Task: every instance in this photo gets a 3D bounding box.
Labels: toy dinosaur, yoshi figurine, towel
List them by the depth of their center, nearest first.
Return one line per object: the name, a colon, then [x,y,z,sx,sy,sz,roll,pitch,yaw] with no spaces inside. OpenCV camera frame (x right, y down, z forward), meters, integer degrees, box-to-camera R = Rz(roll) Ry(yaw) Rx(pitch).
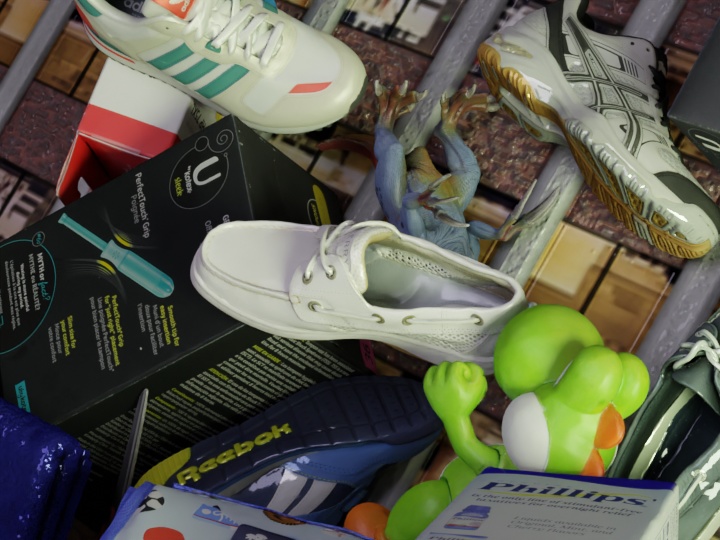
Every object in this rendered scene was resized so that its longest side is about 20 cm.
yoshi figurine: [0.079,0.095,1.173,0.112,0.112,0.200,47,121,11]
towel: [-0.244,0.136,1.297,0.200,0.049,0.148,23,99,43]
toy dinosaur: [0.056,-0.024,1.319,0.200,0.105,0.182,145,127,-61]

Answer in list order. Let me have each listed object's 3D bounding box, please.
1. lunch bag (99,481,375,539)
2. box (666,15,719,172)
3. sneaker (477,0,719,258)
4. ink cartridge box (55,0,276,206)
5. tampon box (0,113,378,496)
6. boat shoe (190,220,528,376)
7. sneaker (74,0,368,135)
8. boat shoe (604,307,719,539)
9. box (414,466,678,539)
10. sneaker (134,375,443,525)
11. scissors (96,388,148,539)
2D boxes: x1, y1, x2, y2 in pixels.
lunch bag: [-0.069,0.215,1.111,0.169,0.124,0.201,14,63,10]
box: [0.285,-0.085,1.139,0.200,0.106,0.123,23,81,41]
sneaker: [0.155,-0.093,1.259,0.088,0.076,0.200,-36,59,-9]
ink cartridge box: [-0.127,-0.117,1.438,0.067,0.116,0.201,19,78,10]
tampon box: [-0.113,0.028,1.353,0.200,0.126,0.150,-27,55,21]
boat shoe: [0.000,0.000,1.206,0.199,0.069,0.071,11,57,10]
sneaker: [-0.094,-0.146,1.329,0.199,0.093,0.071,23,79,15]
boat shoe: [0.194,0.066,1.156,0.073,0.062,0.200,31,88,40]
box: [0.085,0.206,1.020,0.104,0.200,0.185,3,99,17]
sneaker: [-0.037,0.128,1.292,0.199,0.082,0.074,-23,27,4]
scissors: [-0.149,0.163,1.316,0.073,0.014,0.200,-102,28,-44]
